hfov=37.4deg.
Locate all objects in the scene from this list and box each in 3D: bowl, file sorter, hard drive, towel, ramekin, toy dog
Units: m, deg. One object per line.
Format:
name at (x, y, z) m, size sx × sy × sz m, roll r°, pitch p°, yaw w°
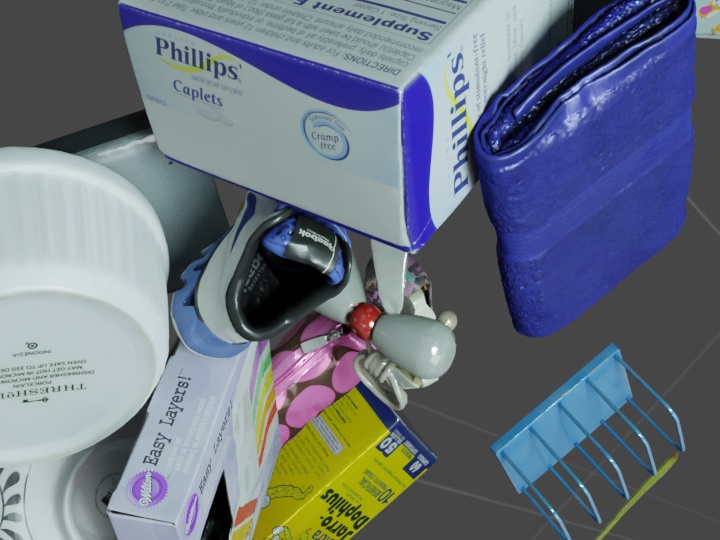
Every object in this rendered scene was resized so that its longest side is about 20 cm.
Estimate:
bowl at (-0.191, 0.154, 0.764) m, size 0.199 × 0.094 × 0.204 m, roll -3°, pitch 95°, yaw -39°
file sorter at (0.285, 0.222, 1.312) m, size 0.199 × 0.123 × 0.139 m, roll -39°, pitch 142°, yaw -4°
hard drive at (-0.187, -0.023, 0.689) m, size 0.197 × 0.033 × 0.141 m, roll -20°, pitch 139°, yaw -6°
towel at (0.132, -0.056, 0.627) m, size 0.147 × 0.050 × 0.201 m, roll -36°, pitch 145°, yaw -9°
ramekin at (-0.206, 0.033, 0.640) m, size 0.199 × 0.095 × 0.204 m, roll -14°, pitch 138°, yaw -13°
toy dog at (0.000, 0.000, 0.813) m, size 0.096 × 0.200 × 0.132 m, roll -45°, pitch 171°, yaw -22°

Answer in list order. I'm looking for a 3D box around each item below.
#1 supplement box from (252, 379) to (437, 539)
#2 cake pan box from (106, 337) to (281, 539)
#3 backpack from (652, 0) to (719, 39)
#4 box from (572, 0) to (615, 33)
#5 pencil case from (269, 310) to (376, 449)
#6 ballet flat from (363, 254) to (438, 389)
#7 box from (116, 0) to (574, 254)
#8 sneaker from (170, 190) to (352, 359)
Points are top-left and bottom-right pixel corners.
supplement box at (-0.046, 0.187, 0.991) m, size 0.200 × 0.110 × 0.109 m, roll -41°, pitch 143°, yaw 0°
cake pan box at (-0.107, 0.141, 0.732) m, size 0.051 × 0.201 × 0.186 m, roll 6°, pitch 134°, yaw 10°
backpack at (0.243, -0.272, 0.777) m, size 0.174 × 0.153 × 0.202 m, roll -6°, pitch 124°, yaw -31°
box at (0.134, -0.146, 0.755) m, size 0.078 × 0.200 × 0.142 m, roll -36°, pitch 143°, yaw -7°
pencil case at (-0.073, 0.107, 0.909) m, size 0.200 × 0.091 × 0.094 m, roll -44°, pitch -179°, yaw -1°
ballet flat at (0.047, 0.063, 0.986) m, size 0.069 × 0.071 × 0.201 m, roll -30°, pitch 142°, yaw -16°
box at (0.001, -0.133, 0.605) m, size 0.200 × 0.182 × 0.106 m, roll -48°, pitch 147°, yaw -35°
sneaker at (-0.034, -0.033, 0.655) m, size 0.080 × 0.115 × 0.201 m, roll 33°, pitch 74°, yaw -25°
